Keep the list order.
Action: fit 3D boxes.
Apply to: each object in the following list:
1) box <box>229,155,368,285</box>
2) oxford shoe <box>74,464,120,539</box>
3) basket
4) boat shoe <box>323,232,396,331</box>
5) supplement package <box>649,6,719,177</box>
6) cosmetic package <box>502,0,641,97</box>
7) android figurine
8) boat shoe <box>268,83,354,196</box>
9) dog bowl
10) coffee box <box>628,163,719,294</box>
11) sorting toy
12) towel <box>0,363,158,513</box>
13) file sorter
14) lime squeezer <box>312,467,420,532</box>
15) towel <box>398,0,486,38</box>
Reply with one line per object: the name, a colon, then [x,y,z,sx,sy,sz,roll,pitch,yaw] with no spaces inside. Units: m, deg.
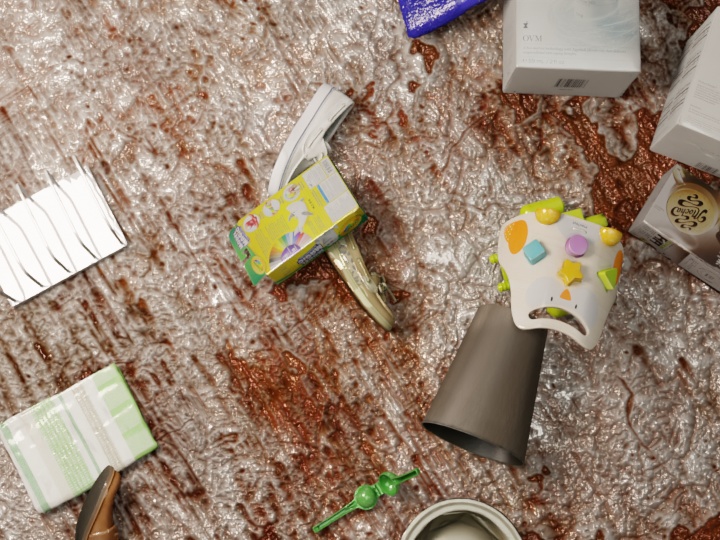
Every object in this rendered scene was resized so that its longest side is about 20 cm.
box: [-0.098,-0.068,1.682,0.199,0.048,0.118,-34,58,4]
oxford shoe: [-0.379,0.384,1.623,0.070,0.071,0.203,17,91,-21]
basket: [0.197,0.164,1.654,0.179,0.135,0.203,29,72,-30]
boat shoe: [0.000,0.000,1.700,0.062,0.073,0.201,-33,83,-5]
supplement package: [0.587,-0.263,1.738,0.189,0.147,0.203,22,80,1]
cosmetic package: [0.330,-0.393,1.758,0.196,0.123,0.204,1,79,-3]
android figurine: [0.300,-0.020,1.736,0.197,0.041,0.185,-17,83,-8]
boat shoe: [-0.075,-0.195,1.727,0.065,0.074,0.202,27,81,6]
dog bowl: [0.144,0.437,1.637,0.196,0.074,0.204,0,80,-3]
coffee box: [0.537,-0.057,1.735,0.199,0.080,0.114,35,79,3]
sorting toy: [0.299,0.020,1.638,0.197,0.107,0.182,16,65,-4]
towel: [-0.420,0.250,1.662,0.198,0.031,0.151,-28,86,-9]
file sorter: [-0.473,-0.061,1.657,0.198,0.125,0.140,-29,83,-7]
lime squeezer: [0.019,0.336,1.653,0.199,0.071,0.038,-33,101,22]
towel: [0.139,-0.469,1.741,0.198,0.049,0.150,-25,68,26]
